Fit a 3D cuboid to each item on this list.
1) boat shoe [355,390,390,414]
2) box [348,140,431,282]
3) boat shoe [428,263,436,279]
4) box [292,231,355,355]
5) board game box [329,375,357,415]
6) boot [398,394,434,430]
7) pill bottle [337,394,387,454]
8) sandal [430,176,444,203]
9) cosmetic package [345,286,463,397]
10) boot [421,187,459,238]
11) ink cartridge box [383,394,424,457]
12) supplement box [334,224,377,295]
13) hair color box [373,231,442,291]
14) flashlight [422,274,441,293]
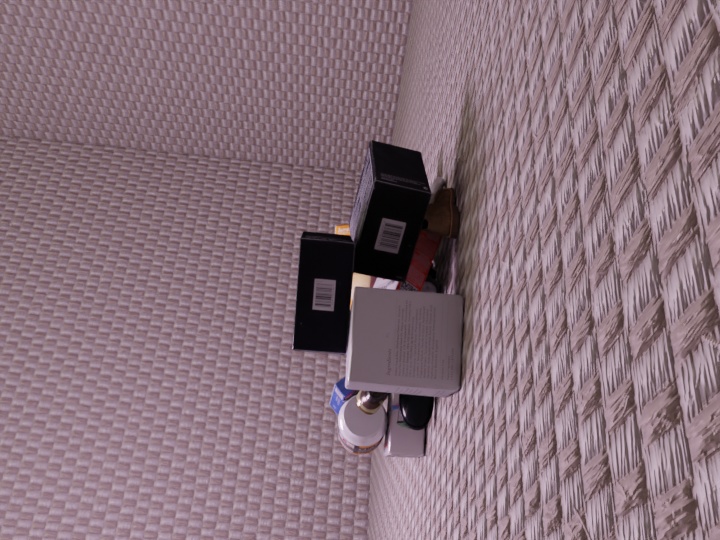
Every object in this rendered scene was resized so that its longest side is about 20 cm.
[{"bbox_3d":[0.061,0.215,1.577,0.065,0.073,0.201,-49,6,49],"label":"boat shoe"},{"bbox_3d":[0.055,-0.122,1.509,0.200,0.120,0.204,-95,18,-58],"label":"box"},{"bbox_3d":[0.146,-0.008,1.750,0.200,0.091,0.076,-48,-30,-42],"label":"boat shoe"},{"bbox_3d":[-0.070,0.037,1.416,0.182,0.101,0.206,-111,26,-84],"label":"box"},{"bbox_3d":[0.019,0.249,1.787,0.198,0.044,0.201,-38,-14,-18],"label":"board game box"},{"bbox_3d":[0.123,0.204,1.519,0.169,0.074,0.205,89,-169,-66],"label":"boot"},{"bbox_3d":[0.004,0.351,1.728,0.201,0.113,0.119,96,179,-69],"label":"pill bottle"},{"bbox_3d":[0.138,-0.139,1.748,0.082,0.049,0.205,-37,-22,-52],"label":"sandal"},{"bbox_3d":[0.074,0.133,1.359,0.165,0.194,0.170,103,172,-76],"label":"cosmetic package"},{"bbox_3d":[0.154,-0.124,1.527,0.201,0.073,0.075,-86,0,-68],"label":"boot"},{"bbox_3d":[0.104,0.325,1.733,0.145,0.082,0.205,99,176,-75],"label":"ink cartridge box"},{"bbox_3d":[0.000,0.000,1.693,0.073,0.124,0.206,14,-103,-48],"label":"supplement box"},{"bbox_3d":[0.102,-0.021,1.603,0.110,0.063,0.203,-19,42,59],"label":"hair color box"},{"bbox_3d":[0.131,0.093,1.673,0.068,0.067,0.202,55,153,26],"label":"flashlight"}]
